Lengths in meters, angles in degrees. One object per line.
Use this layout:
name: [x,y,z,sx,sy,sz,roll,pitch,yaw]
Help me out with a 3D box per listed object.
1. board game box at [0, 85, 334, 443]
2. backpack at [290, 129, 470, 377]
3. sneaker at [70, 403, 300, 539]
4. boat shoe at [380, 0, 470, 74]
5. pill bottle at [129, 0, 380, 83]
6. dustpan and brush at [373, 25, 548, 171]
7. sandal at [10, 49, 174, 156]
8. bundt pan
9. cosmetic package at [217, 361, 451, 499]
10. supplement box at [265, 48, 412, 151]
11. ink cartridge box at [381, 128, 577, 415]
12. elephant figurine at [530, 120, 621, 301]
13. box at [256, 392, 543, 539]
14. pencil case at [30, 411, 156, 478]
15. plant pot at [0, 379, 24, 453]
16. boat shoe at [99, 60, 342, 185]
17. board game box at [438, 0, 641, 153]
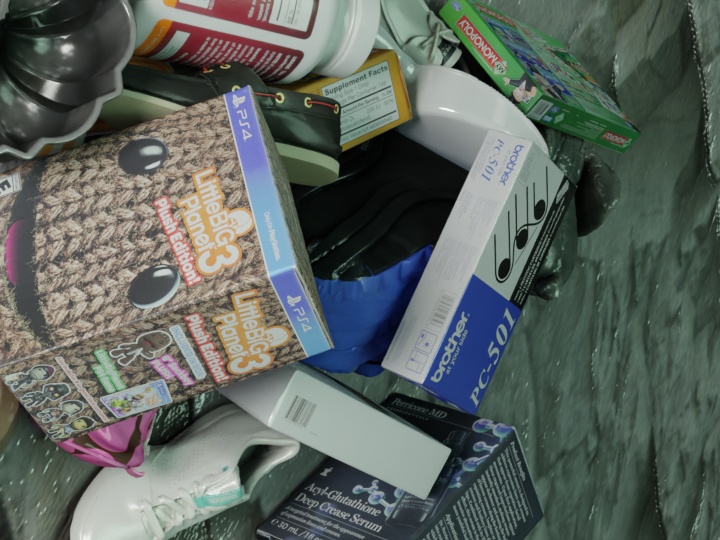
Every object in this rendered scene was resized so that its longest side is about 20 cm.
board game box: [-0.137,-0.005,0.944,0.198,0.160,0.097,-19,144,2]
backpack: [0.000,0.000,1.160,0.199,0.162,0.169,-29,133,-40]
sneaker: [-0.132,0.169,1.110,0.200,0.088,0.076,-35,123,-35]
boat shoe: [0.056,-0.188,1.248,0.072,0.065,0.201,-46,128,-29]
pill bottle: [-0.089,-0.199,1.043,0.199,0.113,0.114,7,93,-36]
dustpan and brush: [0.057,-0.146,1.214,0.199,0.139,0.058,34,61,-25]
sandal: [-0.200,-0.124,1.003,0.206,0.059,0.080,-16,109,-42]
bundt pan: [-0.247,-0.157,0.904,0.200,0.076,0.204,8,74,-28]
cosmetic package: [-0.042,0.105,1.142,0.200,0.150,0.052,32,85,-45]
supplement box: [-0.056,-0.117,1.133,0.199,0.066,0.069,-25,113,-33]
ink cartridge box: [0.094,0.003,1.105,0.094,0.044,0.201,32,81,-54]
elephant figurine: [0.164,-0.085,1.316,0.201,0.154,0.141,-64,162,0]
box: [0.037,0.220,1.251,0.200,0.148,0.108,-41,125,-33]
pencil case: [-0.161,0.048,1.059,0.093,0.091,0.201,27,78,-9]
plant pot: [-0.287,0.072,0.930,0.200,0.092,0.203,-10,104,-44]
boat shoe: [-0.100,-0.114,1.018,0.200,0.073,0.064,13,75,-32]
board game box: [0.167,-0.177,1.305,0.029,0.135,0.199,-47,150,22]
